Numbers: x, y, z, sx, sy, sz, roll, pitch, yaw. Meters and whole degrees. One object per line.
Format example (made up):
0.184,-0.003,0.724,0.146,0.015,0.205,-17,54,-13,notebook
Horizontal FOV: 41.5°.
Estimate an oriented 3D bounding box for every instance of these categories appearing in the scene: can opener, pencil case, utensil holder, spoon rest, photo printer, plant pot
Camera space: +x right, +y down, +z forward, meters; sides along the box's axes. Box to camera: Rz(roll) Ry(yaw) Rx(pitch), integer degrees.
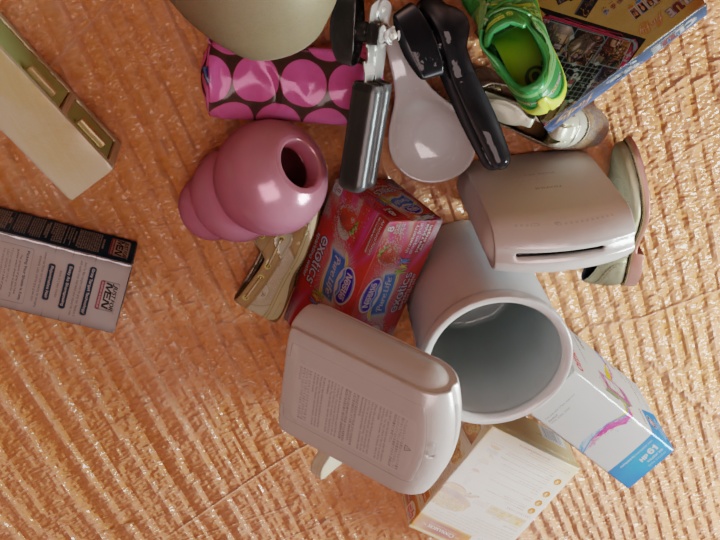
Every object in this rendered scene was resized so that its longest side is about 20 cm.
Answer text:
0.105,-0.196,1.008,0.078,0.063,0.200,-29,104,2,can opener
-0.071,-0.206,1.022,0.199,0.091,0.094,1,109,-9,pencil case
0.001,-0.182,0.979,0.066,0.053,0.201,12,109,21,can opener
0.140,0.054,1.120,0.169,0.200,0.171,-2,118,-4,utensil holder
0.065,-0.185,1.057,0.099,0.061,0.201,-14,118,15,spoon rest
0.205,-0.065,1.061,0.166,0.200,0.070,-6,120,-2,photo printer
-0.097,-0.286,0.923,0.200,0.201,0.135,-15,134,2,plant pot
0.012,0.144,1.029,0.199,0.069,0.167,24,128,20,photo printer

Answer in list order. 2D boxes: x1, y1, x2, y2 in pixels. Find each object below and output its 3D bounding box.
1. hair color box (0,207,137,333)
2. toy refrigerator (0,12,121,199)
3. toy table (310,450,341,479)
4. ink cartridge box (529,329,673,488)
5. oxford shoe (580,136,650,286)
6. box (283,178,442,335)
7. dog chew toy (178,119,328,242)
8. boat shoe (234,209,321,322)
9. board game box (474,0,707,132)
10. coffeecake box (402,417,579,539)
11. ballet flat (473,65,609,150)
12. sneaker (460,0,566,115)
-0.372,-0.004,1.113,0.199,0.061,0.100,15,116,-13,hair color box
-0.347,-0.180,1.011,0.070,0.076,0.200,-33,116,12,toy refrigerator
0.007,0.169,1.197,0.183,0.200,0.117,-23,137,-31,toy table
0.290,0.164,1.227,0.200,0.145,0.085,36,110,-23,ink cartridge box
0.303,-0.064,1.147,0.074,0.071,0.201,-6,119,0,oxford shoe
0.000,0.000,1.114,0.095,0.100,0.201,-5,127,-45,box
-0.128,-0.087,1.045,0.200,0.125,0.125,-19,126,44,dog chew toy
-0.096,-0.033,1.119,0.066,0.074,0.201,17,111,-11,boat shoe
0.240,-0.261,1.006,0.200,0.035,0.136,-36,74,14,board game box
0.178,0.294,1.328,0.153,0.073,0.200,28,112,-20,coffeecake box
0.198,-0.172,1.077,0.199,0.067,0.068,14,117,-14,ballet flat
0.152,-0.257,0.975,0.074,0.084,0.201,-30,75,16,sneaker
